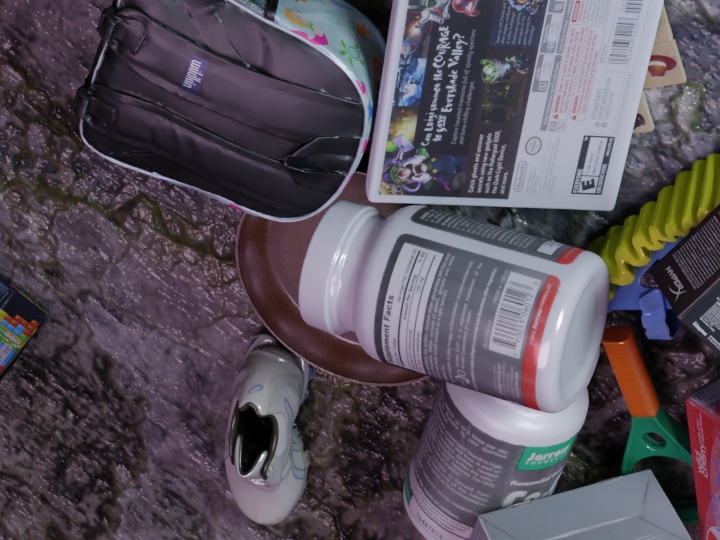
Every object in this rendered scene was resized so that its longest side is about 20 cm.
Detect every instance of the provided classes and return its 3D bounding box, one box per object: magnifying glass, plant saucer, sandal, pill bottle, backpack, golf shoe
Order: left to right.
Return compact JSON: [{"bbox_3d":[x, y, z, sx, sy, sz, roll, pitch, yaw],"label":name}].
[{"bbox_3d":[-0.081,-0.137,1.527,0.199,0.151,0.178,26,128,1],"label":"backpack"},{"bbox_3d":[-0.088,0.148,1.772,0.078,0.097,0.201,14,130,13],"label":"golf shoe"},{"bbox_3d":[0.000,0.000,1.666,0.199,0.032,0.201,13,127,18],"label":"plant saucer"},{"bbox_3d":[0.065,0.020,1.516,0.199,0.116,0.117,17,129,21],"label":"pill bottle"},{"bbox_3d":[0.108,0.118,1.646,0.112,0.113,0.201,24,131,8],"label":"pill bottle"},{"bbox_3d":[0.222,0.119,1.634,0.079,0.022,0.201,0,135,30],"label":"magnifying glass"},{"bbox_3d":[0.234,-0.014,1.523,0.087,0.080,0.200,40,139,-10],"label":"sandal"}]

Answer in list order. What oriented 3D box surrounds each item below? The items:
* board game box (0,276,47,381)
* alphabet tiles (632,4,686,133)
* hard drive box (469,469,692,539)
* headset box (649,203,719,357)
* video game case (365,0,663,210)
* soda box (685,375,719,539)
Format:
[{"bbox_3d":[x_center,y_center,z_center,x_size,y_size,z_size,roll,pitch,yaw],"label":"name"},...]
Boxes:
[{"bbox_3d":[-0.385,0.056,1.872,0.165,0.057,0.200,40,131,-3],"label":"board game box"},{"bbox_3d":[0.131,-0.178,1.494,0.165,0.006,0.201,-6,120,28],"label":"alphabet tiles"},{"bbox_3d":[0.151,0.258,1.677,0.201,0.155,0.077,105,145,-47],"label":"hard drive box"},{"bbox_3d":[0.316,-0.009,1.423,0.148,0.075,0.200,39,104,-24],"label":"headset box"},{"bbox_3d":[0.104,-0.128,1.475,0.180,0.023,0.201,2,129,-9],"label":"video game case"},{"bbox_3d":[0.295,0.174,1.614,0.070,0.063,0.201,36,146,51],"label":"soda box"}]
